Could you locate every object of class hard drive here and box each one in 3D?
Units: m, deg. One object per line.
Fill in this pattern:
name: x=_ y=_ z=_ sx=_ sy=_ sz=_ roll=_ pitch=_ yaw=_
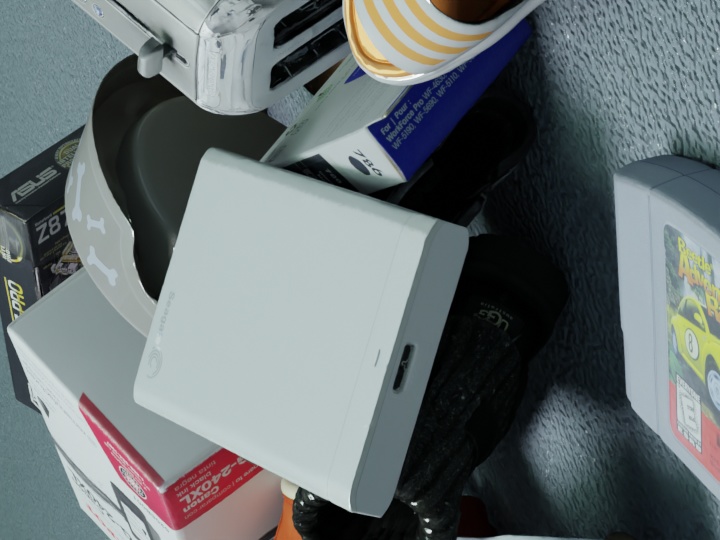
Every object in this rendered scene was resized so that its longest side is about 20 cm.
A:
hard drive: x=-0.032 y=0.023 z=1.246 sx=0.200 sy=0.026 sz=0.132 roll=20 pitch=94 yaw=55

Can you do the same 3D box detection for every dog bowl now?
dog bowl: x=-0.067 y=-0.025 z=1.427 sx=0.059 sy=0.199 sz=0.201 roll=-49 pitch=56 yaw=37

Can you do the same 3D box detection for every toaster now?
toaster: x=-0.045 y=-0.167 z=1.284 sx=0.129 sy=0.200 sz=0.114 roll=47 pitch=156 yaw=18

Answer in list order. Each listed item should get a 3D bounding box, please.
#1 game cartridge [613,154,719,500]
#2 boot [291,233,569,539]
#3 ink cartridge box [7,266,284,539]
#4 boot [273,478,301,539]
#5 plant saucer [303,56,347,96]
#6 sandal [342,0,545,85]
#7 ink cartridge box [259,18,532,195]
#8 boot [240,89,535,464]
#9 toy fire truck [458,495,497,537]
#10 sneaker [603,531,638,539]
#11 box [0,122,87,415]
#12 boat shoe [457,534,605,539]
game cartridge: x=0.159 y=0.039 z=1.075 sx=0.200 sy=0.041 sz=0.134 roll=-132 pitch=33 yaw=-53
boot: x=0.024 y=0.089 z=1.315 sx=0.079 sy=0.158 sz=0.211 roll=25 pitch=151 yaw=4
ink cartridge box: x=-0.104 y=0.105 z=1.498 sx=0.145 sy=0.083 sz=0.200 roll=42 pitch=160 yaw=30
boot: x=-0.003 y=0.158 z=1.364 sx=0.200 sy=0.075 sz=0.108 roll=-160 pitch=76 yaw=-67
plant saucer: x=-0.024 y=-0.166 z=1.434 sx=0.200 sy=0.037 sz=0.201 roll=162 pitch=90 yaw=-72
sandal: x=0.045 y=-0.137 z=1.090 sx=0.206 sy=0.059 sz=0.080 roll=-27 pitch=80 yaw=47
ink cartridge box: x=0.018 y=-0.081 z=1.269 sx=0.039 sy=0.100 sz=0.200 roll=43 pitch=164 yaw=-10
boot: x=0.000 y=0.000 z=1.286 sx=0.070 sy=0.201 sz=0.132 roll=32 pitch=169 yaw=-8
toy fire truck: x=0.035 y=0.194 z=1.511 sx=0.176 sy=0.128 sz=0.201 roll=100 pitch=168 yaw=-46
sneaker: x=0.128 y=0.227 z=1.285 sx=0.070 sy=0.075 sz=0.201 roll=-163 pitch=56 yaw=-69
box: x=-0.136 y=-0.023 z=1.649 sx=0.049 sy=0.200 sz=0.162 roll=28 pitch=140 yaw=32
boat shoe: x=0.069 y=0.173 z=1.273 sx=0.200 sy=0.070 sz=0.091 roll=142 pitch=133 yaw=-79
